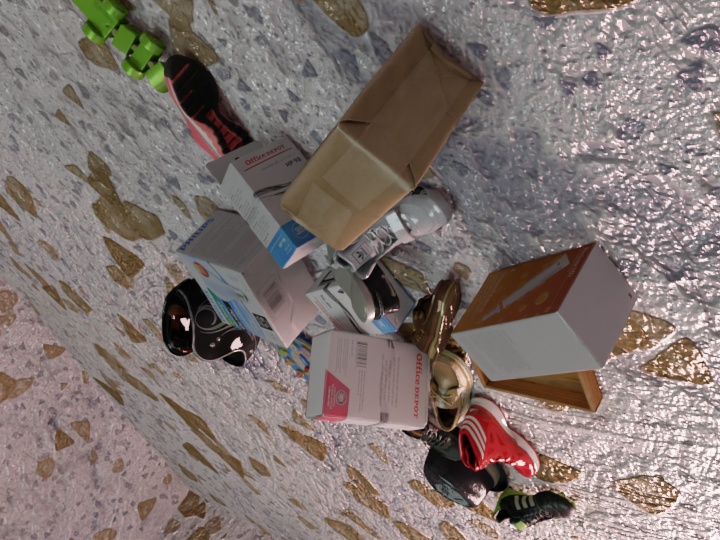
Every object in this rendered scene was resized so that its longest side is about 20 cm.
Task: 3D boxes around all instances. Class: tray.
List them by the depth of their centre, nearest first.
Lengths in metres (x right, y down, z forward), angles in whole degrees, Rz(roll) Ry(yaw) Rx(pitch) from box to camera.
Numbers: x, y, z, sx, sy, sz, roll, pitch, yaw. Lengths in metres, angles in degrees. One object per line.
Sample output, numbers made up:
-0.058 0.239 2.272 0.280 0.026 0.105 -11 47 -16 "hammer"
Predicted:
0.267 0.156 1.137 0.198 0.037 0.099 6 136 42 "tray"

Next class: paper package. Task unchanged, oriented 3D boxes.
0.019 -0.147 0.844 0.103 0.191 0.200 38 151 -8 "paper package"

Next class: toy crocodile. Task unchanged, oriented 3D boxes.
-0.356 -0.355 1.113 0.200 0.062 0.068 44 110 -4 "toy crocodile"

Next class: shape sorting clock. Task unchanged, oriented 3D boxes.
-0.111 0.213 1.621 0.199 0.039 0.201 28 148 19 "shape sorting clock"

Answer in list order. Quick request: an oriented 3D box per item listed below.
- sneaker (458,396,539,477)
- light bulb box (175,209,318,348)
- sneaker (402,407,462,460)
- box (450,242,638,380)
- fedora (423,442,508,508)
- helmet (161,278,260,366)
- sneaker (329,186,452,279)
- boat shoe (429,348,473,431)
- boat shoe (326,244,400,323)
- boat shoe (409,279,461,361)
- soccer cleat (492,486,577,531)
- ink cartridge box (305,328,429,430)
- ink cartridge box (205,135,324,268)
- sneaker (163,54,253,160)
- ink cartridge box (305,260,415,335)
0.239 0.334 1.323 0.200 0.116 0.078 48 148 -16 "sneaker"
-0.202 0.012 1.355 0.199 0.125 0.199 15 143 41 "light bulb box"
0.119 0.304 1.414 0.199 0.086 0.081 35 112 5 "sneaker"
0.234 0.059 0.952 0.098 0.125 0.199 47 148 -14 "box"
0.199 0.417 1.500 0.199 0.092 0.202 28 149 19 "fedora"
-0.302 0.108 1.539 0.199 0.189 0.203 7 99 49 "helmet"
0.037 -0.048 1.032 0.199 0.115 0.075 -8 128 51 "sneaker"
0.158 0.219 1.306 0.073 0.067 0.201 18 144 31 "boat shoe"
0.000 0.000 1.123 0.201 0.060 0.075 -122 29 -48 "boat shoe"
0.112 0.076 1.161 0.067 0.072 0.201 27 151 14 "boat shoe"
0.340 0.473 1.434 0.068 0.081 0.199 46 149 -13 "soccer cleat"
0.014 0.194 1.271 0.198 0.148 0.083 12 161 -24 "ink cartridge box"
-0.125 -0.118 1.085 0.201 0.115 0.067 51 144 7 "ink cartridge box"
-0.250 -0.236 1.138 0.086 0.074 0.201 4 135 47 "sneaker"
-0.014 0.052 1.270 0.116 0.068 0.199 49 149 -17 "ink cartridge box"
